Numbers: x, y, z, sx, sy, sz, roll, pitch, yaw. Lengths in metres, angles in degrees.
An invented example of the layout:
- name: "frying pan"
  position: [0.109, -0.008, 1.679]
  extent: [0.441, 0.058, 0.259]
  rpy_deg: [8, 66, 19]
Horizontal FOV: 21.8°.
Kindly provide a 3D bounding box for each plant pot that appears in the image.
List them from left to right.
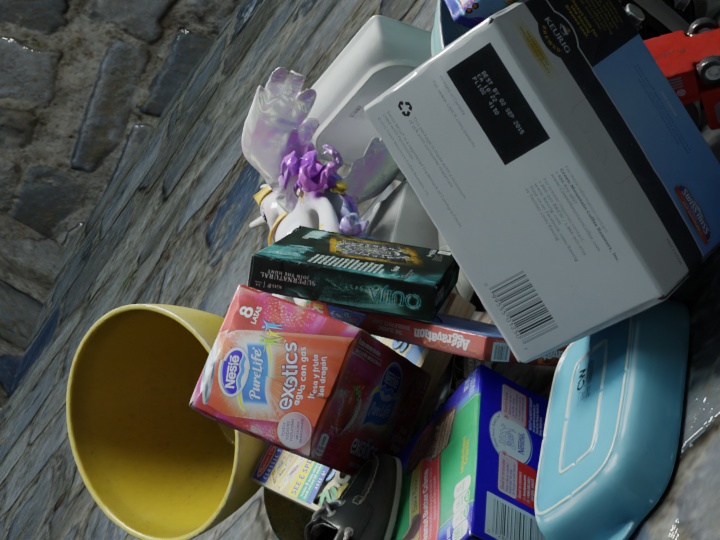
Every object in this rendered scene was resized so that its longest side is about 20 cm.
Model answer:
- name: "plant pot"
  position: [-0.132, 0.120, 1.602]
  extent: [0.141, 0.201, 0.200]
  rpy_deg: [-10, -34, -51]

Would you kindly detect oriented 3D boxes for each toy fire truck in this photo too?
- name: "toy fire truck"
  position: [0.187, -0.091, 1.320]
  extent: [0.198, 0.142, 0.049]
  rpy_deg: [-15, 44, 11]

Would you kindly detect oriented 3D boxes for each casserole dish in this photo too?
- name: "casserole dish"
  position: [0.157, 0.094, 1.199]
  extent: [0.121, 0.039, 0.201]
  rpy_deg: [-45, 20, 43]

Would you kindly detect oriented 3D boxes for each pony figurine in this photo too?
- name: "pony figurine"
  position: [-0.040, -0.060, 1.643]
  extent: [0.194, 0.165, 0.201]
  rpy_deg: [-56, 30, 29]

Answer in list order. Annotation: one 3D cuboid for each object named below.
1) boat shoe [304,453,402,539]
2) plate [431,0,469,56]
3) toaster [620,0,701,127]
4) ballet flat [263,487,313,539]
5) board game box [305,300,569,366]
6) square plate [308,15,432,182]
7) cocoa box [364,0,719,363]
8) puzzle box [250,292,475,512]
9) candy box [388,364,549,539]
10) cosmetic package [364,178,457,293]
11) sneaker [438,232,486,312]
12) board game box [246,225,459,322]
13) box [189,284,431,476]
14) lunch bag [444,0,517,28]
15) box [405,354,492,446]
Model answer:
- name: "boat shoe"
  position: [-0.026, 0.203, 1.258]
  extent: [0.067, 0.057, 0.201]
  rpy_deg: [-40, 25, 58]
- name: "plate"
  position: [0.096, -0.146, 1.569]
  extent: [0.025, 0.201, 0.201]
  rpy_deg: [-17, 32, 19]
- name: "toaster"
  position: [0.169, -0.139, 1.433]
  extent: [0.200, 0.118, 0.181]
  rpy_deg: [-49, 18, 34]
- name: "ballet flat"
  position: [-0.043, 0.161, 1.664]
  extent: [0.071, 0.070, 0.201]
  rpy_deg: [-51, 14, 30]
- name: "board game box"
  position: [0.059, 0.044, 1.356]
  extent: [0.199, 0.102, 0.020]
  rpy_deg: [11, 93, 51]
- name: "square plate"
  position: [0.047, -0.140, 1.710]
  extent: [0.200, 0.197, 0.029]
  rpy_deg: [-45, 41, 45]
- name: "cocoa box"
  position: [0.127, -0.070, 1.200]
  extent: [0.133, 0.201, 0.131]
  rpy_deg: [-30, 4, 44]
- name: "puzzle box"
  position: [0.000, 0.098, 1.486]
  extent: [0.133, 0.025, 0.201]
  rpy_deg: [14, 74, 54]
- name: "candy box"
  position: [0.051, 0.192, 1.286]
  extent: [0.200, 0.077, 0.170]
  rpy_deg: [-52, 17, 33]
- name: "cosmetic package"
  position: [0.030, 0.027, 1.650]
  extent: [0.107, 0.090, 0.201]
  rpy_deg: [-44, 19, 43]
- name: "sneaker"
  position: [0.091, -0.026, 1.574]
  extent: [0.200, 0.073, 0.080]
  rpy_deg: [-98, 23, -72]
- name: "board game box"
  position: [0.000, 0.000, 1.391]
  extent: [0.200, 0.134, 0.028]
  rpy_deg: [-39, -41, -79]
- name: "box"
  position: [-0.031, 0.086, 1.338]
  extent: [0.096, 0.099, 0.200]
  rpy_deg: [-68, -20, -6]
- name: "lunch bag"
  position: [0.167, -0.249, 1.547]
  extent: [0.150, 0.199, 0.095]
  rpy_deg: [-38, 56, 20]
- name: "box"
  position: [0.032, 0.151, 1.497]
  extent: [0.200, 0.040, 0.137]
  rpy_deg: [-48, 20, 38]
